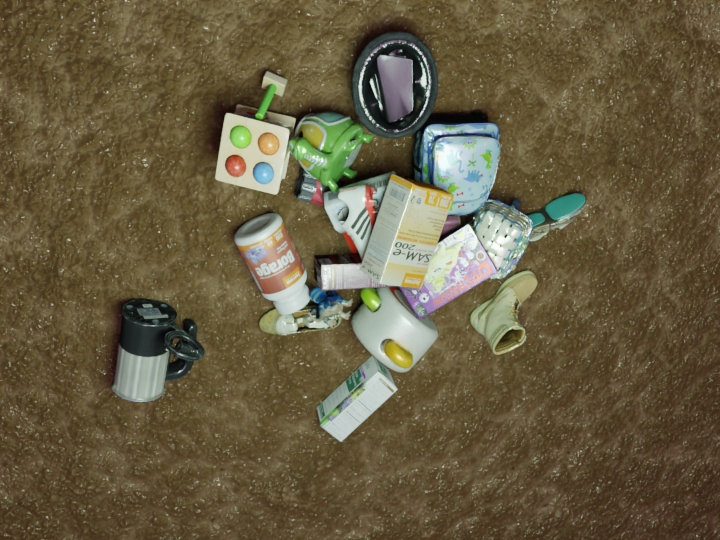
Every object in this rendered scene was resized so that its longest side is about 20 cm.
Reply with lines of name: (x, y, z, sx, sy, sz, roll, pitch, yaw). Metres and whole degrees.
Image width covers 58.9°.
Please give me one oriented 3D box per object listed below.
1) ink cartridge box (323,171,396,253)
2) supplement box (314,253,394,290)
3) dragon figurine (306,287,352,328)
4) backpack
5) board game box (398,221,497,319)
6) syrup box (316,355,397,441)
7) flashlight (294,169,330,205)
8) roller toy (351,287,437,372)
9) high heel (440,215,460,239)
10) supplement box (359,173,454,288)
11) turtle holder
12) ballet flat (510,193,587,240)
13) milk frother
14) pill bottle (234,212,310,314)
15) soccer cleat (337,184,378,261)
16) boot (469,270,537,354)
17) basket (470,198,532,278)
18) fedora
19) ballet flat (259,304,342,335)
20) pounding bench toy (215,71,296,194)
ink cartridge box: (0.026, -0.106, 1.362, 0.157, 0.048, 0.202, -16, 138, 9)
supplement box: (0.000, 0.000, 1.422, 0.195, 0.109, 0.062, -4, 103, -12)
dragon figurine: (-0.083, 0.076, 1.400, 0.098, 0.199, 0.060, 21, 115, 27)
backpack: (0.202, -0.218, 1.359, 0.178, 0.148, 0.204, -3, 119, -7)
board game box: (0.175, 0.002, 1.348, 0.198, 0.032, 0.121, -33, 100, 17)
syrup box: (-0.010, 0.316, 1.575, 0.200, 0.079, 0.081, -44, 115, 8)
flashlight: (-0.042, -0.163, 1.373, 0.196, 0.068, 0.070, 11, 67, -21)
roller toy: (0.075, 0.135, 1.457, 0.140, 0.200, 0.182, -49, 157, 12)
high heel: (0.151, -0.059, 1.427, 0.094, 0.069, 0.202, -4, 144, -14)
supplement box: (0.092, -0.074, 1.262, 0.124, 0.073, 0.204, 6, 108, -42)
turtle holder: (-0.074, -0.240, 1.273, 0.131, 0.186, 0.142, 34, 146, 8)
ballet flat: (0.443, -0.116, 1.514, 0.196, 0.069, 0.076, -25, 138, 4)
milk frother: (-0.431, 0.193, 1.357, 0.176, 0.201, 0.192, 7, 112, -20)
pill bottle: (-0.182, -0.011, 1.375, 0.110, 0.113, 0.203, -25, 116, -1)
soccer cleat: (-0.004, -0.089, 1.297, 0.083, 0.070, 0.203, 1, 136, 5)
boot: (0.367, 0.101, 1.529, 0.199, 0.156, 0.073, -39, 116, 5)
basket: (0.300, -0.068, 1.424, 0.137, 0.200, 0.179, 28, 111, 6)
fedora: (0.062, -0.376, 1.287, 0.196, 0.092, 0.205, -5, 114, -11)
ballet flat: (-0.135, 0.116, 1.467, 0.195, 0.071, 0.072, -8, 115, -10)
pounding bench toy: (-0.193, -0.271, 1.224, 0.121, 0.157, 0.204, 12, 110, -5)
